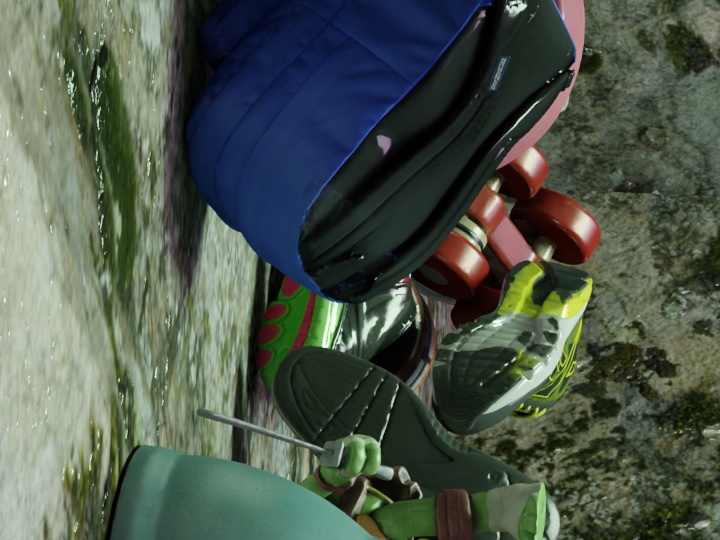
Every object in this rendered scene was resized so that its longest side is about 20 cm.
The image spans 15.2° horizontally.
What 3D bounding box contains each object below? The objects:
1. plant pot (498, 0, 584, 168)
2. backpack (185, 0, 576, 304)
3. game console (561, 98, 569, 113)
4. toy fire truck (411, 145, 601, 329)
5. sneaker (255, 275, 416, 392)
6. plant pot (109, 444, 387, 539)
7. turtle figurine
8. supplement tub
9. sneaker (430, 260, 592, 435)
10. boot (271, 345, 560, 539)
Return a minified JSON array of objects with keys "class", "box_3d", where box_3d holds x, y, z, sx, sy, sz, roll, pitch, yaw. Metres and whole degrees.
[{"class":"plant pot","box_3d":[0.018,-0.155,1.638,0.179,0.199,0.201,5,87,-70]},{"class":"backpack","box_3d":[-0.003,-0.092,1.455,0.200,0.168,0.163,-54,151,-6]},{"class":"game console","box_3d":[0.079,-0.204,1.829,0.116,0.175,0.201,173,-86,-67]},{"class":"toy fire truck","box_3d":[0.058,-0.029,1.904,0.200,0.168,0.112,48,65,-42]},{"class":"sneaker","box_3d":[0.000,0.000,1.762,0.084,0.077,0.200,36,79,-44]},{"class":"plant pot","box_3d":[-0.045,0.188,1.304,0.200,0.134,0.201,3,90,-84]},{"class":"turtle figurine","box_3d":[0.005,0.172,1.552,0.200,0.193,0.144,63,31,-74]},{"class":"supplement tub","box_3d":[-0.002,0.045,1.892,0.200,0.107,0.107,56,37,-83]},{"class":"sneaker","box_3d":[0.106,0.067,1.775,0.200,0.074,0.085,-43,138,-53]},{"class":"boot","box_3d":[0.016,0.136,1.725,0.074,0.203,0.154,-58,-176,-23]}]
